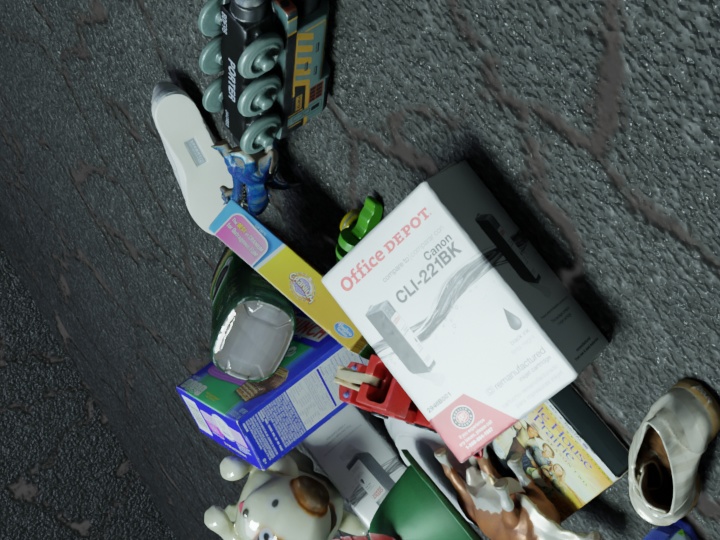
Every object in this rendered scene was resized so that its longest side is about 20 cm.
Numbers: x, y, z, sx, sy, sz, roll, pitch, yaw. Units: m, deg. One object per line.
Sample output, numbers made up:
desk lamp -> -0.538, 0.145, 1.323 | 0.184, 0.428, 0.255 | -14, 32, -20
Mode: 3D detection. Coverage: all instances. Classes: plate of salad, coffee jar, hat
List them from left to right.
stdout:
coffee jar -> -0.126, 0.037, 1.455 | 0.084, 0.105, 0.201 | 22, -159, -16
hat -> 0.031, 0.305, 1.339 | 0.200, 0.176, 0.166 | 49, 176, -4
plate of salad -> 0.106, 0.219, 1.412 | 0.199, 0.048, 0.201 | 39, 160, 17

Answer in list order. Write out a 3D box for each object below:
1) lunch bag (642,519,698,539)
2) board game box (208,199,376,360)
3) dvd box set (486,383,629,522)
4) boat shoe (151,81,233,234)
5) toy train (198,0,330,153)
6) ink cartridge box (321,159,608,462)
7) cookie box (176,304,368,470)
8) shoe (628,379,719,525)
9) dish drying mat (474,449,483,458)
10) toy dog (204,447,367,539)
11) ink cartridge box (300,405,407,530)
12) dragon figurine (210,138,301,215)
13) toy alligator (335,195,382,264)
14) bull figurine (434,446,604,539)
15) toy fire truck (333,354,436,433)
lunch bag -> 0.256, 0.343, 1.119 | 0.127, 0.169, 0.202 | 19, 141, 54
board game box -> -0.056, 0.016, 1.324 | 0.199, 0.040, 0.153 | 40, 180, 15
dvd box set -> 0.176, 0.163, 1.207 | 0.147, 0.029, 0.200 | 50, 158, 12
boat shoe -> -0.201, -0.135, 1.507 | 0.201, 0.071, 0.069 | 62, 179, -34
toy train -> -0.079, -0.189, 1.107 | 0.085, 0.113, 0.201 | 46, 156, 20
ink cartridge box -> 0.085, 0.033, 1.053 | 0.144, 0.084, 0.201 | -42, 82, 33
cookie box -> -0.089, 0.124, 1.467 | 0.170, 0.199, 0.076 | 16, 137, 56
shoe -> 0.244, 0.159, 1.030 | 0.070, 0.053, 0.201 | 42, 155, 28
dish drying mat -> 0.082, 0.110, 1.184 | 0.077, 0.018, 0.200 | 40, -168, -10
toy dog -> -0.087, 0.287, 1.445 | 0.193, 0.141, 0.200 | 31, 177, 0
ink cartridge box -> 0.017, 0.246, 1.527 | 0.201, 0.085, 0.146 | 52, -179, 10
dragon figurine -> -0.106, -0.100, 1.365 | 0.199, 0.059, 0.100 | 16, 137, 58
toy alligator -> 0.000, 0.000, 1.298 | 0.059, 0.054, 0.201 | 43, 156, 26
bull figurine -> 0.152, 0.233, 1.234 | 0.199, 0.065, 0.122 | 11, 132, 59
toy fire truck -> 0.022, 0.123, 1.291 | 0.140, 0.049, 0.199 | 24, 171, -34
